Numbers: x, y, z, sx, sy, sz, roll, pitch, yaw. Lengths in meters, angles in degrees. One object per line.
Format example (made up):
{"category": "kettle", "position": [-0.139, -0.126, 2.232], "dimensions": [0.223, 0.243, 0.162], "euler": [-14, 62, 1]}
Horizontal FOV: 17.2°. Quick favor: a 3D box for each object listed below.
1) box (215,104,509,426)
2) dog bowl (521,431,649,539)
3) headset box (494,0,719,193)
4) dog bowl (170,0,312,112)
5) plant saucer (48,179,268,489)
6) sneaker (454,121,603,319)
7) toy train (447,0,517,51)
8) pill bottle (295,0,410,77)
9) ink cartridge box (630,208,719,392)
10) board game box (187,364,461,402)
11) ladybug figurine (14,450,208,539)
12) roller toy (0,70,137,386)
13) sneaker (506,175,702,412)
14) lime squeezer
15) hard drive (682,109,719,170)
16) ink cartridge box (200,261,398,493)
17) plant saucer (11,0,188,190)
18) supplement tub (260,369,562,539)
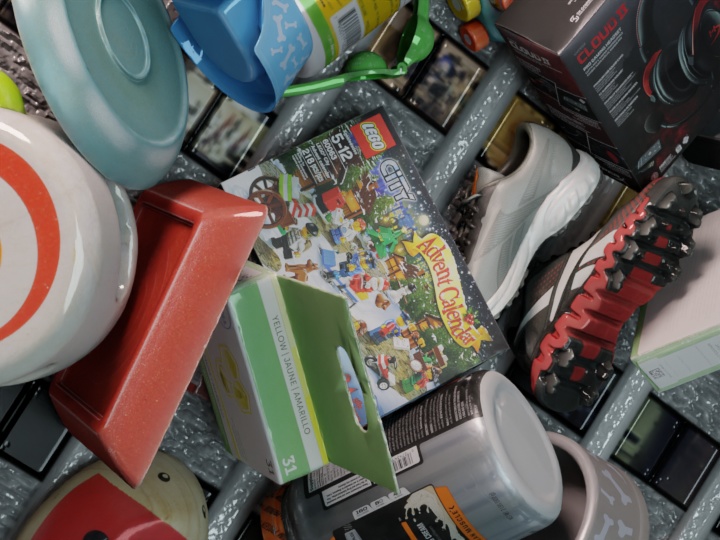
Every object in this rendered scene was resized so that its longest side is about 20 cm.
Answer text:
{"category": "box", "position": [0.000, 0.000, 1.706], "dimensions": [0.136, 0.038, 0.200], "euler": [-27, 87, -16]}
{"category": "dog bowl", "position": [0.112, 0.205, 1.755], "dimensions": [0.200, 0.200, 0.059], "euler": [-49, 124, -10]}
{"category": "headset box", "position": [0.197, -0.177, 1.760], "dimensions": [0.149, 0.075, 0.200], "euler": [-49, 137, -10]}
{"category": "dog bowl", "position": [-0.100, -0.196, 1.567], "dimensions": [0.050, 0.111, 0.200], "euler": [-43, 122, -18]}
{"category": "plant saucer", "position": [-0.146, 0.031, 1.597], "dimensions": [0.037, 0.200, 0.200], "euler": [26, 88, -20]}
{"category": "sneaker", "position": [0.095, -0.024, 1.783], "dimensions": [0.079, 0.074, 0.200], "euler": [41, 76, -17]}
{"category": "toy train", "position": [0.143, -0.248, 1.764], "dimensions": [0.150, 0.056, 0.201], "euler": [11, 95, -28]}
{"category": "pill bottle", "position": [0.004, -0.235, 1.665], "dimensions": [0.200, 0.111, 0.111], "euler": [-39, 115, -15]}
{"category": "ink cartridge box", "position": [0.302, -0.002, 1.788], "dimensions": [0.048, 0.200, 0.146], "euler": [48, 38, -26]}
{"category": "board game box", "position": [-0.024, 0.081, 1.768], "dimensions": [0.200, 0.019, 0.103], "euler": [26, 89, -28]}
{"category": "ladybug figurine", "position": [-0.180, 0.221, 1.688], "dimensions": [0.136, 0.072, 0.200], "euler": [39, 82, -28]}
{"category": "roller toy", "position": [-0.244, -0.013, 1.547], "dimensions": [0.182, 0.140, 0.200], "euler": [40, 96, 6]}
{"category": "sneaker", "position": [0.178, 0.005, 1.801], "dimensions": [0.071, 0.098, 0.201], "euler": [23, 104, -40]}
{"category": "lime squeezer", "position": [0.009, -0.166, 1.724], "dimensions": [0.200, 0.038, 0.071], "euler": [-43, 115, -12]}
{"category": "hard drive", "position": [0.362, -0.134, 1.848], "dimensions": [0.200, 0.139, 0.033], "euler": [-30, 111, -18]}
{"category": "ink cartridge box", "position": [-0.054, 0.073, 1.620], "dimensions": [0.048, 0.200, 0.146], "euler": [-22, 108, -20]}
{"category": "plant saucer", "position": [-0.164, -0.152, 1.565], "dimensions": [0.027, 0.200, 0.200], "euler": [-20, 115, 21]}
{"category": "supplement tub", "position": [0.035, 0.164, 1.716], "dimensions": [0.200, 0.123, 0.123], "euler": [-28, 117, 21]}
